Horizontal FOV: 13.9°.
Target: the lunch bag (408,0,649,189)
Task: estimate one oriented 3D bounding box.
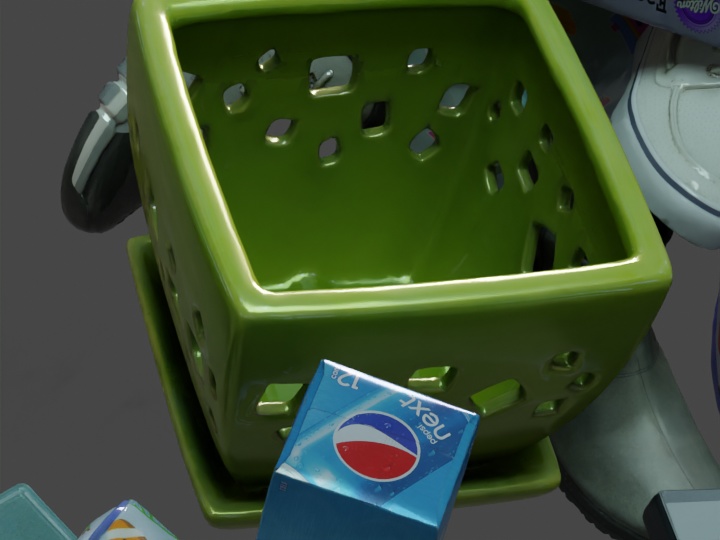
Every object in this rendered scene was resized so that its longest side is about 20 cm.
[{"bbox_3d":[0.058,-0.144,1.508,0.170,0.122,0.200,-31,67,-34],"label":"lunch bag"}]

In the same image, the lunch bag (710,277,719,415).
[{"bbox_3d":[0.233,-0.001,1.385,0.123,0.171,0.200,14,43,3],"label":"lunch bag"}]

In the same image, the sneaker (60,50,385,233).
[{"bbox_3d":[-0.047,-0.079,1.404,0.115,0.075,0.200,36,88,12],"label":"sneaker"}]

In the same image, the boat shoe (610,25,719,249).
[{"bbox_3d":[0.164,-0.083,1.356,0.071,0.070,0.200,34,29,-8],"label":"boat shoe"}]

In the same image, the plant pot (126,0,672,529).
[{"bbox_3d":[0.000,0.000,1.314,0.198,0.182,0.201,-5,49,-18],"label":"plant pot"}]

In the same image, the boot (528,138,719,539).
[{"bbox_3d":[0.116,0.026,1.354,0.067,0.131,0.200,-15,53,-26],"label":"boot"}]

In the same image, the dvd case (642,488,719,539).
[{"bbox_3d":[0.219,0.181,1.282,0.150,0.025,0.201,1,51,-26],"label":"dvd case"}]

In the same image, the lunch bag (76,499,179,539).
[{"bbox_3d":[-0.127,0.189,1.127,0.075,0.160,0.200,37,47,-6],"label":"lunch bag"}]

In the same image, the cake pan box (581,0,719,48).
[{"bbox_3d":[0.153,-0.178,1.414,0.184,0.053,0.200,23,33,29],"label":"cake pan box"}]

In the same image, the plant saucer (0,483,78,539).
[{"bbox_3d":[-0.197,0.152,1.235,0.200,0.019,0.070,-28,60,-35],"label":"plant saucer"}]

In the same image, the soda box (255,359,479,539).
[{"bbox_3d":[-0.011,0.132,1.174,0.068,0.201,0.064,19,46,4],"label":"soda box"}]
